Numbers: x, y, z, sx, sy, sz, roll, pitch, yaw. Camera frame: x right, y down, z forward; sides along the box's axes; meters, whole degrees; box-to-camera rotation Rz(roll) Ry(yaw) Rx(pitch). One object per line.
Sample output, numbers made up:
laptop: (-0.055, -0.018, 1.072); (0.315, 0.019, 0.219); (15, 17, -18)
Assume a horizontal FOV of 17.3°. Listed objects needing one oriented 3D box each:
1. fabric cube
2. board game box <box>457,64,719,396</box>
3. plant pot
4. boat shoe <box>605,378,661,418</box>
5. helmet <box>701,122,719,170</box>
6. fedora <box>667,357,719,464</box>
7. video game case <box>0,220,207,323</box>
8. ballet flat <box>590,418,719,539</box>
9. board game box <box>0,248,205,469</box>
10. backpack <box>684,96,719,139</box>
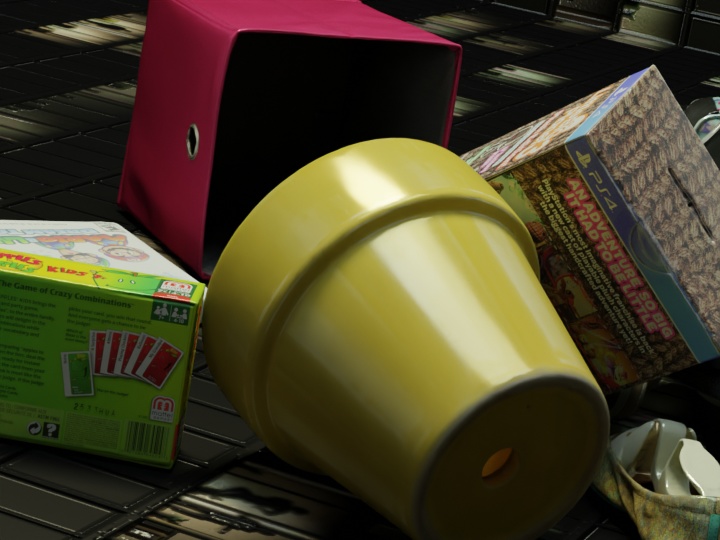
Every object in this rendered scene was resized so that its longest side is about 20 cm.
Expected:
fabric cube: (-0.061, -0.111, 1.862); (0.199, 0.197, 0.199); (2, 17, -26)
board game box: (0.131, -0.009, 1.480); (0.200, 0.160, 0.097); (-22, 15, 43)
plant pot: (0.037, 0.058, 1.339); (0.200, 0.202, 0.189); (0, 34, -34)
boat shoe: (0.178, 0.060, 1.646); (0.076, 0.072, 0.200); (23, 13, -13)
helmet: (0.266, -0.019, 1.632); (0.190, 0.201, 0.200); (-29, 12, 9)
fedora: (0.272, 0.105, 1.473); (0.199, 0.092, 0.201); (7, 11, -1)
video game case: (-0.226, -0.001, 1.679); (0.199, 0.024, 0.182); (1, 17, -32)
ballet flat: (0.182, 0.124, 1.395); (0.070, 0.071, 0.200); (7, 15, -11)
board game box: (-0.197, 0.044, 1.374); (0.199, 0.102, 0.048); (10, 13, 0)
backpack: (0.352, -0.045, 1.923); (0.199, 0.179, 0.151); (6, 16, -5)
